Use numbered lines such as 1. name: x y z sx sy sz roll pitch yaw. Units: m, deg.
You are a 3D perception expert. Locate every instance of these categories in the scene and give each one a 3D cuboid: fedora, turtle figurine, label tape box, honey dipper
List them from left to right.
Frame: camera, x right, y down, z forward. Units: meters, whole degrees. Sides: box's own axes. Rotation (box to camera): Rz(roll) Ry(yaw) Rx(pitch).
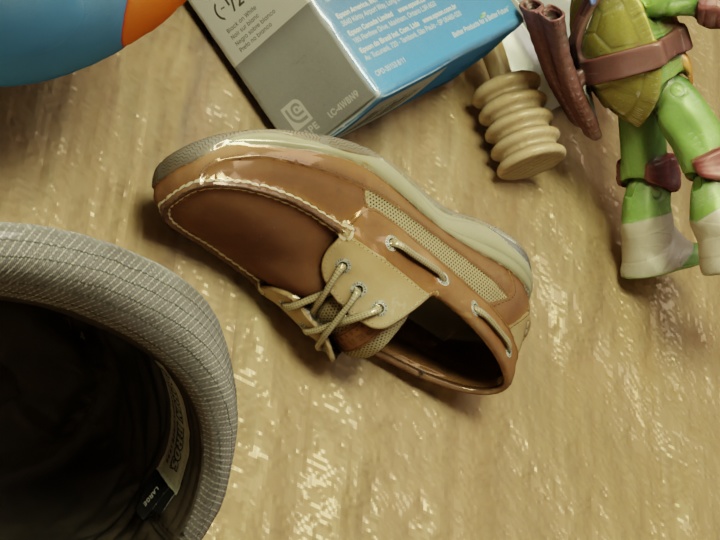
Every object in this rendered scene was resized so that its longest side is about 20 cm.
1. fedora: -0.138 0.043 0.647 0.200 0.177 0.090 13 25 -37
2. label tape box: -0.029 -0.167 0.955 0.200 0.066 0.143 54 38 3
3. honey dipper: 0.058 -0.144 1.038 0.038 0.038 0.200 -1 66 -45
4. turtle figurine: 0.178 -0.102 1.029 0.200 0.144 0.194 -22 102 -63

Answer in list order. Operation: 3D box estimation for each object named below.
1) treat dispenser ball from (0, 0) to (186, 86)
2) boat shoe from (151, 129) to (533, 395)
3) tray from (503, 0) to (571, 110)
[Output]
1. treat dispenser ball: -0.138 -0.168 0.736 0.201 0.201 0.201 25 48 -31
2. boat shoe: 0.000 0.000 0.860 0.200 0.076 0.072 21 52 -32
3. tray: 0.073 -0.185 1.102 0.107 0.022 0.200 -30 86 -50
